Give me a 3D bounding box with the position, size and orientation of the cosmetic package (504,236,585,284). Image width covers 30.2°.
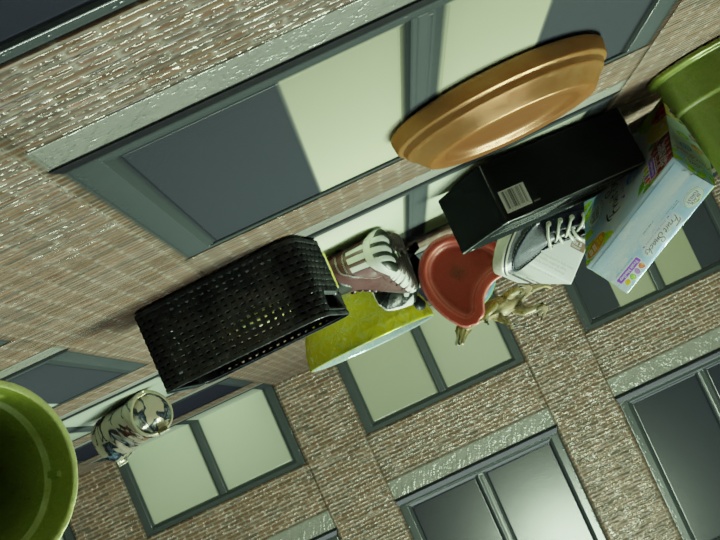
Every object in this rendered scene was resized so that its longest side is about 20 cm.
[{"bbox_3d":[0.234,-0.031,1.904,0.075,0.101,0.200,-66,-168,-4],"label":"cosmetic package"}]

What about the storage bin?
[{"bbox_3d":[-0.127,0.049,1.449,0.199,0.094,0.135,-25,174,11],"label":"storage bin"}]

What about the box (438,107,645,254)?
[{"bbox_3d":[0.210,-0.104,1.563,0.199,0.079,0.141,-23,171,-21],"label":"box"}]

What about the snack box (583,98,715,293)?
[{"bbox_3d":[0.340,-0.092,1.591,0.169,0.067,0.200,-55,-173,28],"label":"snack box"}]

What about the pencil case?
[{"bbox_3d":[-0.388,0.267,2.271,0.078,0.090,0.200,-41,-176,-37],"label":"pencil case"}]

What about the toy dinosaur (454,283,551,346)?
[{"bbox_3d":[0.217,0.043,1.907,0.199,0.059,0.101,-27,-166,-27],"label":"toy dinosaur"}]

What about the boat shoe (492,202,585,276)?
[{"bbox_3d":[0.254,-0.060,1.727,0.200,0.092,0.075,-53,147,-29],"label":"boat shoe"}]

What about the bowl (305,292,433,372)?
[{"bbox_3d":[-0.004,0.060,1.954,0.199,0.108,0.200,-25,174,-3],"label":"bowl"}]

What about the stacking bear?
[{"bbox_3d":[0.142,0.011,1.862,0.122,0.113,0.200,-61,172,0],"label":"stacking bear"}]

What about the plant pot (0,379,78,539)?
[{"bbox_3d":[-0.430,0.223,1.401,0.200,0.202,0.183,-19,-176,-43],"label":"plant pot"}]

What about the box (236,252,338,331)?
[{"bbox_3d":[-0.129,0.042,1.587,0.199,0.050,0.075,-27,173,15],"label":"box"}]

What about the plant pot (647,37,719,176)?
[{"bbox_3d":[0.449,-0.164,1.473,0.199,0.191,0.200,-25,173,-3],"label":"plant pot"}]

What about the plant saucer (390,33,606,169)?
[{"bbox_3d":[0.122,-0.137,1.134,0.199,0.038,0.200,-25,173,-3],"label":"plant saucer"}]

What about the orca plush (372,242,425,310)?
[{"bbox_3d":[0.074,-0.004,1.879,0.071,0.105,0.200,-54,163,23],"label":"orca plush"}]

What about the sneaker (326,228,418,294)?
[{"bbox_3d":[0.000,0.000,1.696,0.115,0.076,0.200,-21,164,11],"label":"sneaker"}]
